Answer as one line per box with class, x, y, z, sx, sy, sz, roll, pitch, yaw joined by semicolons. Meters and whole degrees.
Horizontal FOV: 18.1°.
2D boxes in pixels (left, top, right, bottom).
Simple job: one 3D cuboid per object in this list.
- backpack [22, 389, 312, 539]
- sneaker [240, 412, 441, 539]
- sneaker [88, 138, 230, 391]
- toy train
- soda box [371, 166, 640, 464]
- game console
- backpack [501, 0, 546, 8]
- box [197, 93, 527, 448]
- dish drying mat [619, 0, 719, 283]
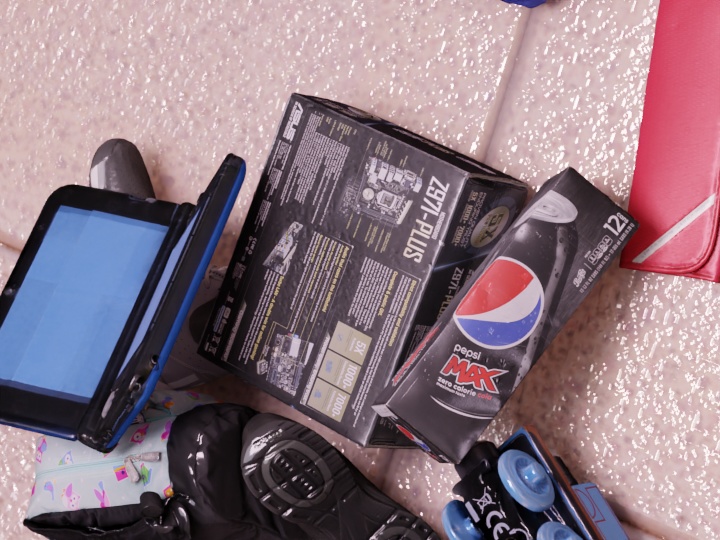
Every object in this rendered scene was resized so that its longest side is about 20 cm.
backpack;-0.146;0.152;1.645;0.199;0.167;0.127;-6;63;35
sneaker;-0.007;0.167;1.561;0.076;0.091;0.200;-40;107;-1
sneaker;-0.127;-0.011;1.689;0.115;0.075;0.201;-15;88;26
toy train;0.134;0.195;1.470;0.087;0.114;0.201;-44;65;29
soda box;0.094;0.030;1.481;0.063;0.071;0.200;38;81;-3
game console;-0.181;0.010;1.566;0.201;0.118;0.171;-69;9;-28
backpack;0.071;-0.270;1.499;0.163;0.200;0.168;-51;63;18
box;0.000;0.000;1.580;0.163;0.086;0.201;26;100;33
dish drying mat;0.219;-0.096;1.496;0.076;0.018;0.201;9;91;34
